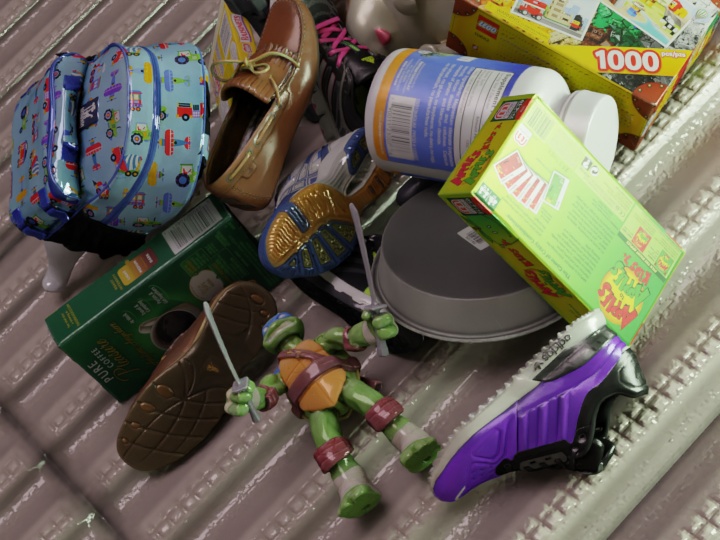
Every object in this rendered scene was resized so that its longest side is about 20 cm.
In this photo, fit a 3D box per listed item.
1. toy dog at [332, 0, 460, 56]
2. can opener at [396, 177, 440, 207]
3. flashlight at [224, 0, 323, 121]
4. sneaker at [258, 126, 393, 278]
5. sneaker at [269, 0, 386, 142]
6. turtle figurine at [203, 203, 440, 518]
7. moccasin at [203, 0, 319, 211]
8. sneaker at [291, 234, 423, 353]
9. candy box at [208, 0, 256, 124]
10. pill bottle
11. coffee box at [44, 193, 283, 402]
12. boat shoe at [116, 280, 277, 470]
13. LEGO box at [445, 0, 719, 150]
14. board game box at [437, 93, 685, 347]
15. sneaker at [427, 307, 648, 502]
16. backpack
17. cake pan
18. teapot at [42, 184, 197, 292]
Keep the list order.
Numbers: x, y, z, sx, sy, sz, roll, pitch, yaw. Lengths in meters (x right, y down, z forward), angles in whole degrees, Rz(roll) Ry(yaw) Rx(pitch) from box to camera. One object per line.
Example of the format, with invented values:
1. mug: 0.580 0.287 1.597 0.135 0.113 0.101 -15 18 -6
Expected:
1. toy dog: 0.061 -0.274 1.660 0.200 0.140 0.194 -29 35 9
2. can opener: 0.119 -0.112 1.540 0.200 0.063 0.079 -29 45 8
3. flashlight: -0.081 -0.233 1.666 0.068 0.200 0.068 -4 52 31
4. sneaker: -0.044 -0.052 1.522 0.088 0.075 0.200 -15 24 39
5. sneaker: -0.014 -0.195 1.595 0.074 0.200 0.087 -28 6 -40
6. turtle figurine: -0.032 0.092 1.393 0.144 0.200 0.194 -23 62 -31
7. moccasin: -0.094 -0.156 1.532 0.074 0.078 0.202 12 77 47
8. sneaker: 0.000 0.000 1.518 0.083 0.072 0.200 -46 45 -10
9. candy box: -0.124 -0.187 1.734 0.026 0.102 0.200 -1 44 -16
10. pill bottle: 0.114 -0.125 1.453 0.200 0.112 0.112 12 62 26
11. coffee box: -0.181 0.026 1.573 0.200 0.123 0.044 -38 52 1
12. boat shoe: -0.150 0.096 1.546 0.200 0.072 0.068 -54 13 -5
13. LEGO box: 0.199 -0.222 1.496 0.200 0.077 0.149 30 64 11
14. board game box: 0.163 -0.037 1.352 0.102 0.200 0.048 -56 26 -18
15. sneaker: 0.143 0.131 1.324 0.200 0.070 0.100 -45 78 16
16. backpack: -0.220 -0.120 1.526 0.200 0.134 0.183 -25 59 54
17. cake pan: 0.105 -0.018 1.445 0.200 0.037 0.200 -7 39 6
18. teapot: -0.249 -0.103 1.714 0.200 0.146 0.198 -13 73 -4
